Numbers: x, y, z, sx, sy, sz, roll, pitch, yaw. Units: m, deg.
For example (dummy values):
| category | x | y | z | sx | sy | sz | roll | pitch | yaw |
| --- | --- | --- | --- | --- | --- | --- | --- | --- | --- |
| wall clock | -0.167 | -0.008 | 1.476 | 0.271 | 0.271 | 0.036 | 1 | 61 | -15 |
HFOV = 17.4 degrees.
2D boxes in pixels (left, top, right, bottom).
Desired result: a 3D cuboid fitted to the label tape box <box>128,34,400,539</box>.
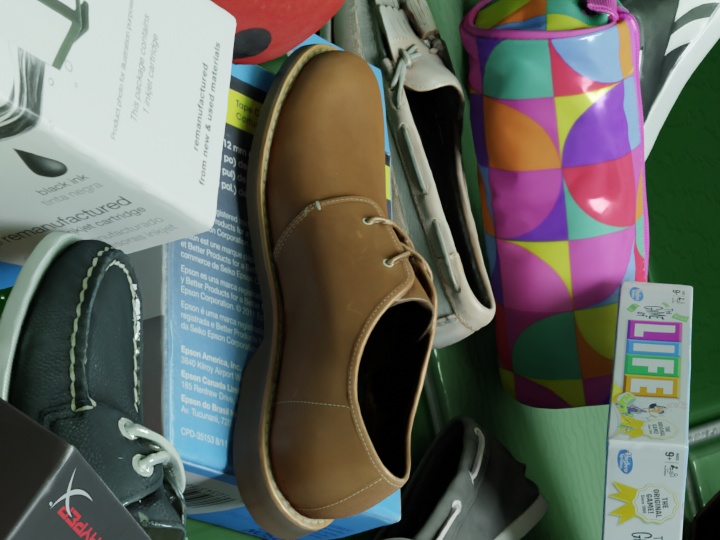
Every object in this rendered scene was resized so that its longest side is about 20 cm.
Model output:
| category | x | y | z | sx | sy | sz | roll | pitch | yaw |
| --- | --- | --- | --- | --- | --- | --- | --- | --- | --- |
| label tape box | -0.052 | -0.003 | 0.937 | 0.143 | 0.066 | 0.202 | 22 | 58 | -49 |

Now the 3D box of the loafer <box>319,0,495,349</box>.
| category | x | y | z | sx | sy | sz | roll | pitch | yaw |
| --- | --- | --- | --- | --- | --- | --- | --- | --- | --- |
| loafer | 0.028 | -0.061 | 1.066 | 0.072 | 0.063 | 0.202 | 14 | 67 | -52 |

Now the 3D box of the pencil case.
| category | x | y | z | sx | sy | sz | roll | pitch | yaw |
| --- | --- | --- | --- | --- | --- | --- | --- | --- | --- |
| pencil case | 0.097 | -0.033 | 1.093 | 0.088 | 0.088 | 0.201 | -45 | 132 | -51 |

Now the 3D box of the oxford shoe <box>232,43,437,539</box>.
| category | x | y | z | sx | sy | sz | roll | pitch | yaw |
| --- | --- | --- | --- | --- | --- | --- | --- | --- | --- |
| oxford shoe | 0.000 | 0.000 | 0.891 | 0.071 | 0.071 | 0.201 | 27 | 55 | -45 |

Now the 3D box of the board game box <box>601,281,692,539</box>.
| category | x | y | z | sx | sy | sz | roll | pitch | yaw |
| --- | --- | --- | --- | --- | --- | --- | --- | --- | --- |
| board game box | 0.125 | 0.125 | 1.049 | 0.135 | 0.034 | 0.201 | -75 | 167 | -60 |

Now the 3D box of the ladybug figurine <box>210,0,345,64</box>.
| category | x | y | z | sx | sy | sz | roll | pitch | yaw |
| --- | --- | --- | --- | --- | --- | --- | --- | --- | --- |
| ladybug figurine | -0.089 | -0.119 | 0.842 | 0.136 | 0.198 | 0.073 | -25 | 126 | -81 |

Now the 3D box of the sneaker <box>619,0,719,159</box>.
| category | x | y | z | sx | sy | sz | roll | pitch | yaw |
| --- | --- | --- | --- | --- | --- | --- | --- | --- | --- |
| sneaker | 0.128 | -0.144 | 1.185 | 0.112 | 0.073 | 0.201 | 40 | 68 | -38 |

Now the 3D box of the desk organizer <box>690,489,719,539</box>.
| category | x | y | z | sx | sy | sz | roll | pitch | yaw |
| --- | --- | --- | --- | --- | --- | --- | --- | --- | --- |
| desk organizer | 0.179 | 0.197 | 1.175 | 0.077 | 0.071 | 0.201 | 43 | 46 | -33 |

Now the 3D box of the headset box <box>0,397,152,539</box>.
| category | x | y | z | sx | sy | sz | roll | pitch | yaw |
| --- | --- | --- | --- | --- | --- | --- | --- | --- | --- |
| headset box | -0.138 | 0.129 | 0.588 | 0.201 | 0.075 | 0.149 | -55 | 160 | -14 |

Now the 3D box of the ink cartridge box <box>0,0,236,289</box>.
| category | x | y | z | sx | sy | sz | roll | pitch | yaw |
| --- | --- | --- | --- | --- | --- | --- | --- | --- | --- |
| ink cartridge box | -0.159 | -0.071 | 0.741 | 0.200 | 0.145 | 0.085 | 30 | 56 | -45 |

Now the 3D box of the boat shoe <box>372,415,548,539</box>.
| category | x | y | z | sx | sy | sz | roll | pitch | yaw |
| --- | --- | --- | --- | --- | --- | --- | --- | --- | --- |
| boat shoe | 0.016 | 0.123 | 0.990 | 0.057 | 0.067 | 0.200 | 54 | 33 | -1 |

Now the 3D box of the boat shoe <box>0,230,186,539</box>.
| category | x | y | z | sx | sy | sz | roll | pitch | yaw |
| --- | --- | --- | --- | --- | --- | --- | --- | --- | --- |
| boat shoe | -0.081 | 0.082 | 0.720 | 0.076 | 0.060 | 0.202 | 44 | 46 | -62 |
